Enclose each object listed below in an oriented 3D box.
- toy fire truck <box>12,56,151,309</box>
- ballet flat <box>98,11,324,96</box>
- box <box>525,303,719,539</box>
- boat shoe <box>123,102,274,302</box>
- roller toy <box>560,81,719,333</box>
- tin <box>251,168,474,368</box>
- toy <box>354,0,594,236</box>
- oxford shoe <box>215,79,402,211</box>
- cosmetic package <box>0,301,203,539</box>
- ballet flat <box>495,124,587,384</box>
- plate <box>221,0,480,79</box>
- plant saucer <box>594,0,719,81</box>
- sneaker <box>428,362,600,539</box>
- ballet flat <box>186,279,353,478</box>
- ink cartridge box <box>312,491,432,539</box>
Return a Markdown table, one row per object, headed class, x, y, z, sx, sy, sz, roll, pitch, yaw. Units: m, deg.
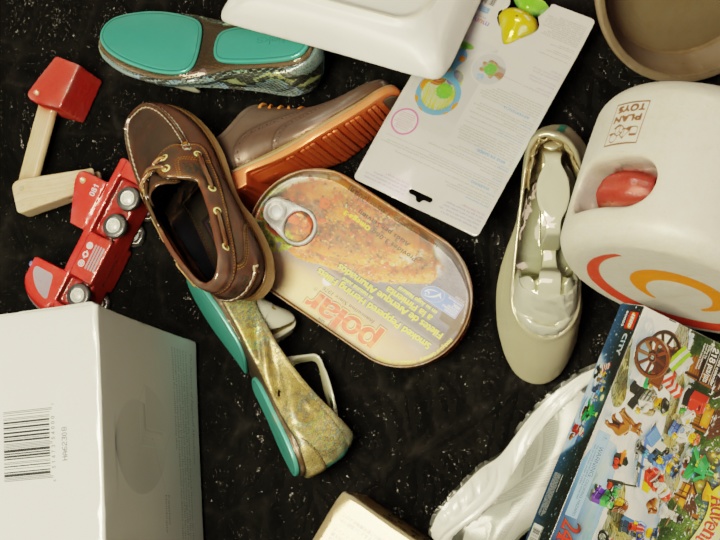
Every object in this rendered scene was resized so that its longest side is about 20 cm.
| class | x | y | z | sx | sy | sz | roll | pitch | yaw |
| --- | --- | --- | --- | --- | --- | --- | --- | --- | --- |
| toy fire truck | -0.246 | -0.065 | 1.282 | 0.140 | 0.049 | 0.201 | 26 | 87 | 18 |
| ballet flat | -0.123 | -0.175 | 1.262 | 0.198 | 0.074 | 0.075 | 8 | 81 | 19 |
| box | 0.216 | 0.143 | 1.093 | 0.136 | 0.038 | 0.201 | 24 | 85 | -16 |
| boat shoe | -0.138 | -0.061 | 1.187 | 0.070 | 0.070 | 0.200 | -49 | 60 | 23 |
| roller toy | 0.245 | -0.048 | 1.076 | 0.181 | 0.200 | 0.141 | 16 | 75 | 14 |
| tin | 0.000 | 0.000 | 1.208 | 0.199 | 0.042 | 0.112 | 34 | 85 | 14 |
| toy | 0.095 | -0.131 | 1.210 | 0.115 | 0.047 | 0.201 | 26 | 83 | 21 |
| oxford shoe | -0.061 | -0.115 | 1.234 | 0.199 | 0.071 | 0.073 | -27 | 70 | 8 |
| cosmetic package | -0.211 | 0.144 | 1.152 | 0.122 | 0.200 | 0.201 | -7 | 77 | 15 |
| ballet flat | 0.141 | -0.013 | 1.147 | 0.069 | 0.069 | 0.202 | 3 | 89 | 15 |
| plate | 0.011 | -0.261 | 1.227 | 0.199 | 0.032 | 0.200 | 18 | 62 | 16 |
| plant saucer | 0.257 | -0.239 | 1.131 | 0.200 | 0.200 | 0.029 | -42 | 38 | 3 |
| sneaker | 0.142 | 0.147 | 1.127 | 0.079 | 0.074 | 0.200 | 42 | 89 | 15 |
| ballet flat | -0.069 | 0.071 | 1.208 | 0.070 | 0.071 | 0.201 | -33 | 73 | 6 |
| ink cartridge box | 0.032 | 0.288 | 1.128 | 0.199 | 0.075 | 0.165 | 32 | 90 | 17 |
